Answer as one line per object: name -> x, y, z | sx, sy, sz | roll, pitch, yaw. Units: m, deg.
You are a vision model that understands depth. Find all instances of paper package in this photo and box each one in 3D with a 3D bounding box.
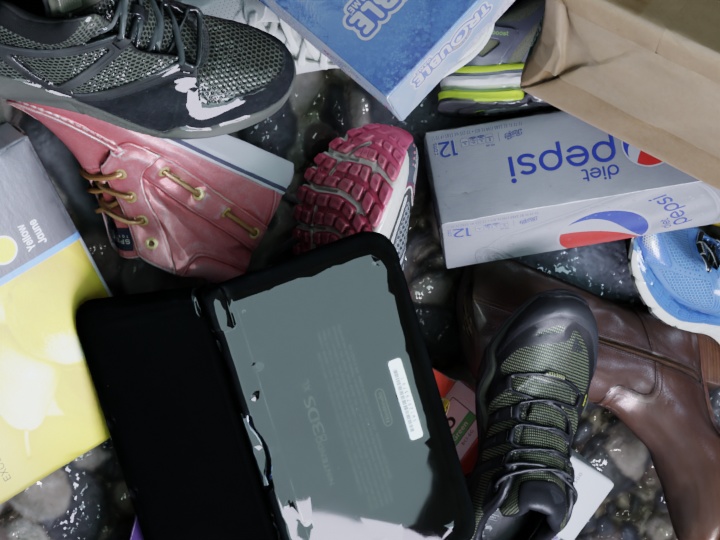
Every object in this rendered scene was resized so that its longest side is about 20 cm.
paper package -> 0.222, -0.160, 1.669 | 0.200, 0.190, 0.104 | -53, 164, -36

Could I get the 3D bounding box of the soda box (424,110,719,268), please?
soda box -> 0.143, -0.058, 1.747 | 0.199, 0.068, 0.063 | -10, 153, 0

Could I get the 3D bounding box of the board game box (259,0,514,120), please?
board game box -> 0.018, -0.223, 1.633 | 0.200, 0.199, 0.043 | -47, 159, -5

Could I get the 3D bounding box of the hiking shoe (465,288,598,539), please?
hiking shoe -> 0.109, 0.113, 1.708 | 0.076, 0.101, 0.200 | 11, 104, -25

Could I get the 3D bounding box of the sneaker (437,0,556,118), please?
sneaker -> 0.143, -0.145, 1.744 | 0.199, 0.074, 0.081 | -6, 88, -4

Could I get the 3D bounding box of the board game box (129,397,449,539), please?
board game box -> -0.051, 0.151, 1.720 | 0.165, 0.057, 0.200 | 17, 108, 4

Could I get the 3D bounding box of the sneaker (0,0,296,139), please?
sneaker -> -0.125, -0.133, 1.569 | 0.199, 0.114, 0.076 | 12, 64, -13

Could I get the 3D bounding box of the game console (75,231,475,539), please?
game console -> -0.050, 0.090, 1.664 | 0.176, 0.116, 0.200 | -21, 103, -16

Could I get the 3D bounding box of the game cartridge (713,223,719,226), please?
game cartridge -> 0.234, -0.121, 1.832 | 0.200, 0.032, 0.177 | 14, 99, -24

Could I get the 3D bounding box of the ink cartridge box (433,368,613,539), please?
ink cartridge box -> 0.063, 0.134, 1.791 | 0.200, 0.050, 0.109 | 33, 95, -44

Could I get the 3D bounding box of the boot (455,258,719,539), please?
boot -> 0.145, 0.087, 1.795 | 0.200, 0.187, 0.064 | 19, 139, -29

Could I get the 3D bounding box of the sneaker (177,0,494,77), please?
sneaker -> -0.021, -0.144, 1.673 | 0.200, 0.116, 0.074 | -15, 112, -18

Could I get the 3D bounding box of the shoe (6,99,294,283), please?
shoe -> -0.137, -0.055, 1.671 | 0.200, 0.071, 0.091 | 22, 88, -31

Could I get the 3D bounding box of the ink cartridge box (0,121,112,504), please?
ink cartridge box -> -0.244, 0.046, 1.672 | 0.200, 0.047, 0.198 | -33, 115, -14

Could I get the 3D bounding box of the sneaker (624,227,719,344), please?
sneaker -> 0.249, 0.002, 1.832 | 0.200, 0.079, 0.089 | 31, 131, -33

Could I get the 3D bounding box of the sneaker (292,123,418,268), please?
sneaker -> 0.000, 0.000, 1.745 | 0.075, 0.081, 0.200 | -6, 123, -35
